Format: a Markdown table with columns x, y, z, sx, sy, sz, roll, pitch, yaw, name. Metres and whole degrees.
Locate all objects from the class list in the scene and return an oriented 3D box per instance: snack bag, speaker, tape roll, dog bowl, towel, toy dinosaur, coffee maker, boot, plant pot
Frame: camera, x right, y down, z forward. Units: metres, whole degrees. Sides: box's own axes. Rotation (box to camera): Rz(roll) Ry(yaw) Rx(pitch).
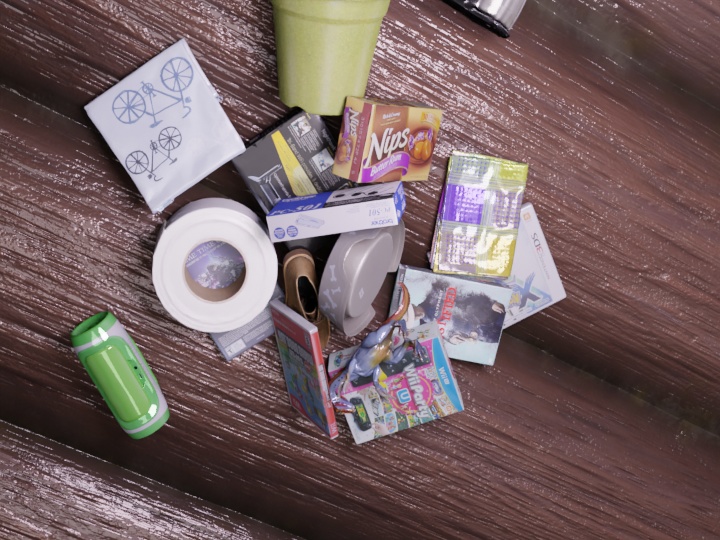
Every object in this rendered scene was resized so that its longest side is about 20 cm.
| x | y | z | sx | sy | sz | roll | pitch | yaw | name |
| --- | --- | --- | --- | --- | --- | --- | --- | --- | --- |
| -0.293 | -0.220 | 1.498 | 0.187 | 0.021 | 0.202 | -34 | 94 | 1 | snack bag |
| -0.389 | 0.170 | 1.588 | 0.087 | 0.089 | 0.203 | -26 | 109 | 0 | speaker |
| -0.231 | -0.009 | 1.549 | 0.198 | 0.071 | 0.207 | -3 | 107 | -8 | tape roll |
| 0.000 | 0.000 | 1.551 | 0.058 | 0.199 | 0.204 | 24 | 104 | 19 | dog bowl |
| 0.198 | -0.087 | 1.619 | 0.140 | 0.023 | 0.205 | 9 | 98 | -6 | towel |
| 0.017 | 0.151 | 1.592 | 0.180 | 0.202 | 0.105 | -27 | 123 | 29 | toy dinosaur |
| 0.194 | -0.483 | 1.460 | 0.190 | 0.135 | 0.202 | 28 | 100 | -15 | coffee maker |
| -0.087 | 0.069 | 1.584 | 0.072 | 0.076 | 0.203 | -15 | 128 | -6 | boot |
| -0.052 | -0.339 | 1.449 | 0.196 | 0.201 | 0.188 | 2 | 118 | -9 | plant pot |

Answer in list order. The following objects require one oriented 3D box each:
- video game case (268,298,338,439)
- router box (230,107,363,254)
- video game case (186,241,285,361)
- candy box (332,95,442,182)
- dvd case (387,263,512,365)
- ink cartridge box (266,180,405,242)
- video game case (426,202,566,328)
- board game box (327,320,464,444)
| x | y | z | sx | sy | sz | roll | pitch | yaw | name |
| --- | --- | --- | --- | --- | --- | --- | --- | --- | --- |
| -0.093 | 0.159 | 1.592 | 0.017 | 0.142 | 0.204 | -23 | 118 | -25 | video game case |
| -0.091 | -0.142 | 1.558 | 0.156 | 0.052 | 0.202 | -32 | 109 | 1 | router box |
| -0.211 | 0.032 | 1.610 | 0.141 | 0.019 | 0.202 | -30 | 108 | 1 | video game case |
| 0.044 | -0.200 | 1.499 | 0.056 | 0.198 | 0.119 | 21 | 107 | 31 | candy box |
| 0.146 | 0.077 | 1.659 | 0.195 | 0.022 | 0.149 | 12 | 110 | -2 | dvd case |
| -0.035 | -0.089 | 1.474 | 0.195 | 0.094 | 0.045 | -8 | 109 | 14 | ink cartridge box |
| 0.234 | 0.009 | 1.672 | 0.197 | 0.022 | 0.185 | -26 | 109 | -1 | video game case |
| 0.060 | 0.190 | 1.660 | 0.196 | 0.064 | 0.150 | -19 | 110 | 7 | board game box |
